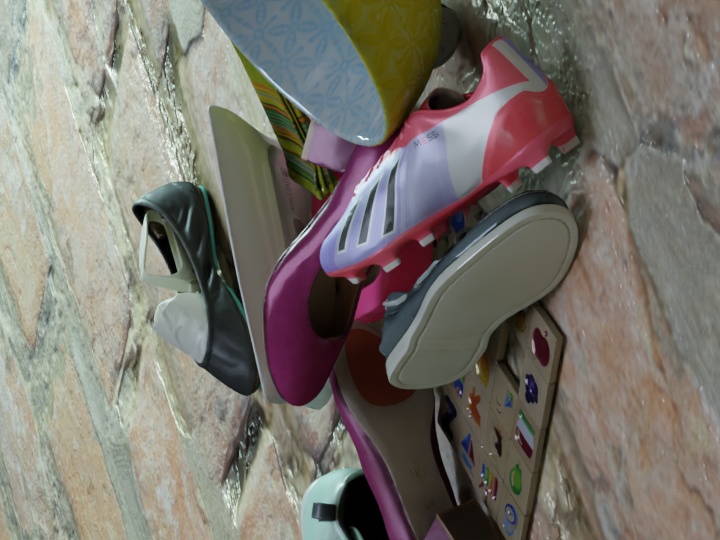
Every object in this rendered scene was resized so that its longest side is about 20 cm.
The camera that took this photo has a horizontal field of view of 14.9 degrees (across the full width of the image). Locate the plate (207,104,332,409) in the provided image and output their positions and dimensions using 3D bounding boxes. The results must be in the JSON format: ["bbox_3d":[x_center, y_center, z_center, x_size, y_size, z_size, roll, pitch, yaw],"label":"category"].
[{"bbox_3d":[-0.052,-0.008,1.866,0.200,0.032,0.200,24,-126,-79],"label":"plate"}]

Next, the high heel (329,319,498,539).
[{"bbox_3d":[0.020,0.129,1.744,0.200,0.067,0.096,64,150,29],"label":"high heel"}]

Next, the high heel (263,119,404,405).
[{"bbox_3d":[0.000,0.000,1.663,0.096,0.067,0.200,22,116,31],"label":"high heel"}]

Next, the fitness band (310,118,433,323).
[{"bbox_3d":[0.001,-0.040,1.789,0.200,0.037,0.144,148,115,-72],"label":"fitness band"}]

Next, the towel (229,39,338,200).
[{"bbox_3d":[-0.072,-0.140,1.772,0.200,0.018,0.086,64,167,-19],"label":"towel"}]

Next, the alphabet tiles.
[{"bbox_3d":[0.071,0.049,1.683,0.200,0.008,0.167,-120,29,-48],"label":"alphabet tiles"}]

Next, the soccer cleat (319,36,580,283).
[{"bbox_3d":[0.040,-0.059,1.556,0.200,0.067,0.076,-33,89,43],"label":"soccer cleat"}]

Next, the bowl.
[{"bbox_3d":[-0.016,-0.181,1.571,0.200,0.108,0.200,45,166,14],"label":"bowl"}]

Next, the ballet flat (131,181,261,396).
[{"bbox_3d":[-0.134,0.018,2.147,0.068,0.068,0.200,109,147,-49],"label":"ballet flat"}]

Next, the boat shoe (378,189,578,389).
[{"bbox_3d":[0.062,0.000,1.583,0.200,0.073,0.062,126,139,-53],"label":"boat shoe"}]

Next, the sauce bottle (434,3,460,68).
[{"bbox_3d":[-0.013,-0.177,1.709,0.200,0.066,0.066,30,126,46],"label":"sauce bottle"}]

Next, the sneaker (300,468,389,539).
[{"bbox_3d":[0.000,0.229,1.837,0.118,0.074,0.201,136,127,-74],"label":"sneaker"}]
